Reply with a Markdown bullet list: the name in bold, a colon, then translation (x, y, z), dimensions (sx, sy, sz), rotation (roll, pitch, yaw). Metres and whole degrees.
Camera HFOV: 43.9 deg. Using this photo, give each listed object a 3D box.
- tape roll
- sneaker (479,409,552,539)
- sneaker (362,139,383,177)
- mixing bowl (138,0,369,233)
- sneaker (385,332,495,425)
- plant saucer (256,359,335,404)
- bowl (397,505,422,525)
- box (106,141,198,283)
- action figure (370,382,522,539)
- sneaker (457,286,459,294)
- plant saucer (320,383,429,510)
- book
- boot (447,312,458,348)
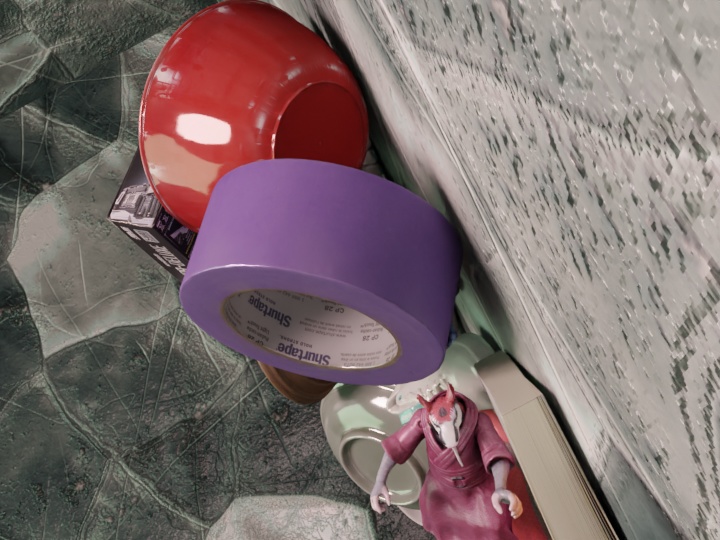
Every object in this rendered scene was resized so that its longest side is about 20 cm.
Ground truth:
- **tape roll**: translation (-0.027, 0.009, 0.664), dimensions (0.200, 0.198, 0.086), rotation (65, -144, -59)
- **sneaker**: translation (0.143, 0.217, 0.884), dimensions (0.202, 0.086, 0.074), rotation (62, 177, 6)
- **sneaker**: translation (-0.050, -0.144, 0.861), dimensions (0.201, 0.091, 0.078), rotation (63, 177, -28)
- **mixing bowl**: translation (-0.065, -0.111, 0.724), dimensions (0.108, 0.200, 0.201), rotation (21, 149, 42)
- **sneaker**: translation (0.076, 0.114, 0.830), dimensions (0.076, 0.088, 0.200), rotation (57, 164, 3)
- **plant saucer**: translation (-0.063, 0.039, 0.941), dimensions (0.200, 0.029, 0.202), rotation (46, -144, -48)
- **bowl**: translation (0.089, 0.198, 1.033), dimensions (0.199, 0.075, 0.200), rotation (-26, 109, 45)
- **box**: translation (-0.138, -0.098, 0.826), dimensions (0.158, 0.049, 0.202), rotation (55, -130, -62)
- **action figure**: translation (0.091, 0.158, 0.751), dimensions (0.149, 0.133, 0.201), rotation (-58, -35, -42)
- **sneaker**: translation (0.000, 0.000, 0.840), dimensions (0.199, 0.076, 0.115), rotation (-27, 83, 51)
- **plant saucer**: translation (0.032, 0.205, 0.988), dimensions (0.198, 0.050, 0.202), rotation (19, 134, 21)
- **book**: translation (0.149, 0.170, 0.681), dimensions (0.201, 0.048, 0.134), rotation (63, -178, -9)
- **boot**: translation (0.047, 0.002, 0.903), dimensions (0.096, 0.073, 0.201), rotation (46, 172, 47)
